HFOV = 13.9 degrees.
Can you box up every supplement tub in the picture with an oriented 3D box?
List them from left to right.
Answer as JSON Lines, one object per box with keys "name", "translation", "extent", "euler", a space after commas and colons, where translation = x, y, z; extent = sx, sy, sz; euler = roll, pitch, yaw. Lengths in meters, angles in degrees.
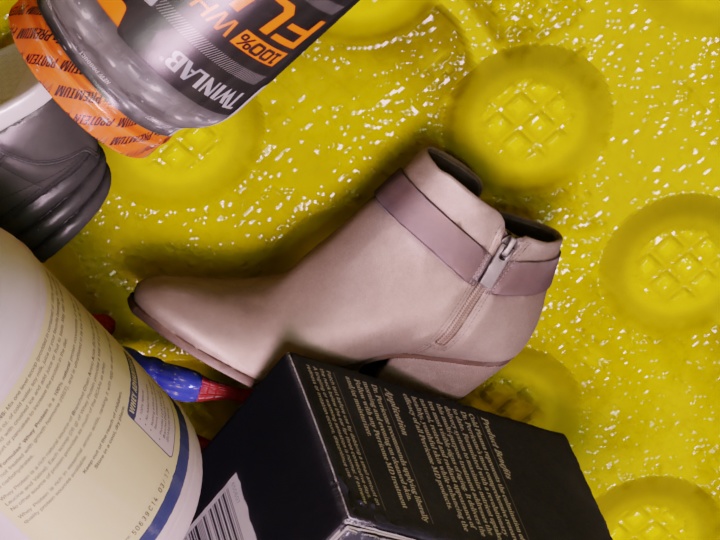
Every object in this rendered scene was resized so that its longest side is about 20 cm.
{"name": "supplement tub", "translation": [-0.182, 0.068, 1.399], "extent": [0.145, 0.145, 0.200], "euler": [-32, 129, 11]}
{"name": "supplement tub", "translation": [-0.061, -0.151, 1.363], "extent": [0.200, 0.123, 0.122], "euler": [-42, 120, 16]}

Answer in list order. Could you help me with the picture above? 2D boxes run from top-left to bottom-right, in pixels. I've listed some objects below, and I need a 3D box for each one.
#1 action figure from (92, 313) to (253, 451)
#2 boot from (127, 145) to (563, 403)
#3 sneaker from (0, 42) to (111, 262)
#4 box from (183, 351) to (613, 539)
{"name": "action figure", "translation": [-0.145, 0.056, 1.524], "extent": [0.199, 0.052, 0.066], "euler": [14, 114, -14]}
{"name": "boot", "translation": [0.000, 0.000, 1.506], "extent": [0.199, 0.070, 0.147], "euler": [23, 113, -28]}
{"name": "sneaker", "translation": [-0.211, -0.029, 1.445], "extent": [0.199, 0.071, 0.099], "euler": [-26, 127, 9]}
{"name": "box", "translation": [-0.003, 0.169, 1.527], "extent": [0.196, 0.124, 0.200], "euler": [19, 125, -35]}
